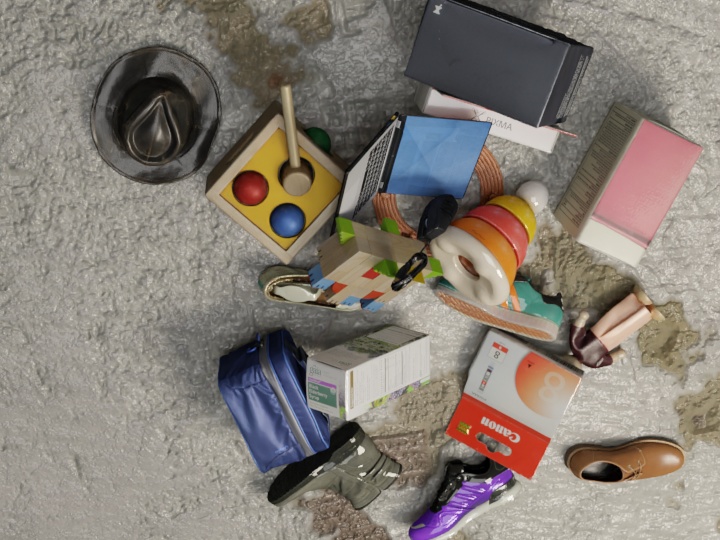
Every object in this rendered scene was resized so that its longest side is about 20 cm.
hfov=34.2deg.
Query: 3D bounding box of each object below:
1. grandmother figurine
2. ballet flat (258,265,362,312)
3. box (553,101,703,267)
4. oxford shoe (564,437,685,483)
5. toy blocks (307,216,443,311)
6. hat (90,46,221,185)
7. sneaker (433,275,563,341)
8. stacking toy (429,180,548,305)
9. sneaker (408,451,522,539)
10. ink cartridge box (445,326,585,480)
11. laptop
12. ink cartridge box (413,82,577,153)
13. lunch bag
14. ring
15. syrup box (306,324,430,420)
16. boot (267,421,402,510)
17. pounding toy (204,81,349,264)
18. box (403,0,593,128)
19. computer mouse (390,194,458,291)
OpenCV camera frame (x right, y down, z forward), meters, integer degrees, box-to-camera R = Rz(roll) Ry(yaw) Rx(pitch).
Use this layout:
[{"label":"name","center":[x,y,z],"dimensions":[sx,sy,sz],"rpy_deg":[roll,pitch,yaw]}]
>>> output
[{"label":"grandmother figurine","center":[0.372,0.109,1.831],"dimensions":[0.200,0.061,0.121],"rpy_deg":[-42,108,7]},{"label":"ballet flat","center":[-0.054,0.035,1.758],"dimensions":[0.199,0.062,0.068],"rpy_deg":[4,109,-8]},{"label":"box","center":[0.389,-0.127,1.716],"dimensions":[0.109,0.128,0.201],"rpy_deg":[23,106,-14]},{"label":"oxford shoe","center":[0.438,0.320,1.904],"dimensions":[0.199,0.071,0.072],"rpy_deg":[-5,107,-6]},{"label":"toy blocks","center":[0.000,0.000,1.675],"dimensions":[0.199,0.100,0.137],"rpy_deg":[15,140,-44]},{"label":"hat","center":[-0.289,-0.209,1.641],"dimensions":[0.200,0.081,0.202],"rpy_deg":[-2,108,-5]},{"label":"sneaker","center":[0.214,0.040,1.792],"dimensions":[0.199,0.071,0.080],"rpy_deg":[20,71,0]},{"label":"stacking toy","center":[0.212,-0.059,1.721],"dimensions":[0.200,0.146,0.146],"rpy_deg":[-43,110,-21]},{"label":"sneaker","center":[0.152,0.359,1.892],"dimensions":[0.200,0.070,0.100],"rpy_deg":[-31,102,0]},{"label":"ink cartridge box","center":[0.234,0.209,1.823],"dimensions":[0.162,0.050,0.201],"rpy_deg":[27,102,14]},{"label":"laptop","center":[0.065,-0.118,1.626],"dimensions":[0.116,0.188,0.200],"rpy_deg":[33,60,11]},{"label":"ink cartridge box","center":[0.184,-0.213,1.640],"dimensions":[0.199,0.176,0.045],"rpy_deg":[16,106,-11]},{"label":"lunch bag","center":[-0.123,0.185,1.761],"dimensions":[0.132,0.136,0.201],"rpy_deg":[-22,110,3]},{"label":"ring","center":[0.118,-0.112,1.750],"dimensions":[0.199,0.019,0.201],"rpy_deg":[-2,109,-5]},{"label":"syrup box","center":[0.014,0.148,1.734],"dimensions":[0.200,0.079,0.082],"rpy_deg":[-20,115,-47]},{"label":"boot","center":[-0.038,0.343,1.865],"dimensions":[0.200,0.068,0.131],"rpy_deg":[-36,114,8]},{"label":"pounding toy","center":[-0.107,-0.144,1.650],"dimensions":[0.184,0.142,0.200],"rpy_deg":[40,101,-17]},{"label":"box","center":[0.189,-0.282,1.572],"dimensions":[0.196,0.200,0.118],"rpy_deg":[24,106,15]},{"label":"computer mouse","center":[0.084,-0.045,1.633],"dimensions":[0.059,0.200,0.034],"rpy_deg":[-24,115,41]}]
